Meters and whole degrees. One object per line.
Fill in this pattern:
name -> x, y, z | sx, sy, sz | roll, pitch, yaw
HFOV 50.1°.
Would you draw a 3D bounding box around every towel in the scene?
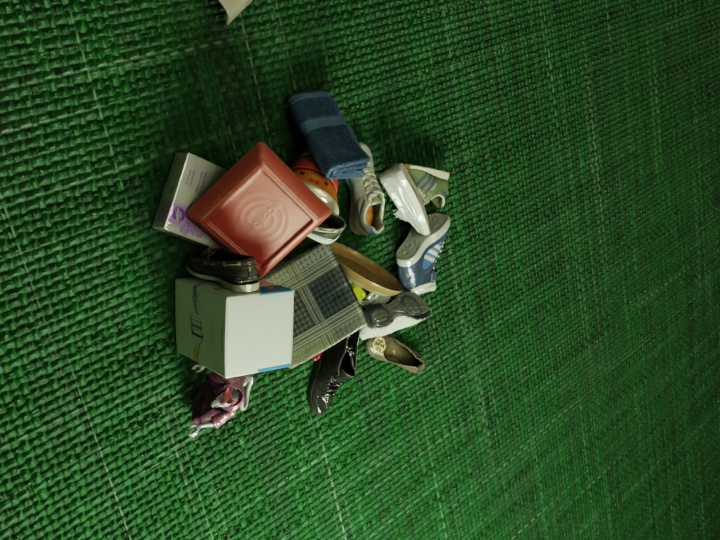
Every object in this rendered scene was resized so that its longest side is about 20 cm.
towel -> -0.106, 0.069, 1.545 | 0.197, 0.035, 0.196 | -29, 88, 11
towel -> -0.066, -0.276, 1.547 | 0.110, 0.049, 0.203 | -12, 66, -37

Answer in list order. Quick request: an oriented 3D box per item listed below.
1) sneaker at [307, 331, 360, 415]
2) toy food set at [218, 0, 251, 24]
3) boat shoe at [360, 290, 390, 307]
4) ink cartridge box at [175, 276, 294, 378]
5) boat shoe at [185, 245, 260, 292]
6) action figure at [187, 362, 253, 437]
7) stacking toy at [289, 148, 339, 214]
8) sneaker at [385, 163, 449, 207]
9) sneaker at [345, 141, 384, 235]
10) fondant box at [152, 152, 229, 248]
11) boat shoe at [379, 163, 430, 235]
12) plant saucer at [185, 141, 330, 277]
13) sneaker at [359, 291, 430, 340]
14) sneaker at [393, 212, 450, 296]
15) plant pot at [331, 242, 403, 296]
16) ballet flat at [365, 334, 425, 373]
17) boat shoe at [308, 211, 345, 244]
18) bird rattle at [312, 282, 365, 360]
sneaker -> -0.055, 0.223, 1.669 | 0.059, 0.103, 0.205 | 8, 92, -40
toy food set -> -0.259, -0.579, 1.410 | 0.144, 0.060, 0.201 | -50, 117, -21
boat shoe -> -0.001, 0.037, 1.711 | 0.200, 0.064, 0.076 | 28, 79, -39
ink cartridge box -> -0.238, 0.095, 1.433 | 0.145, 0.198, 0.149 | -6, 103, -39
boat shoe -> -0.252, -0.013, 1.401 | 0.071, 0.199, 0.062 | -14, 112, -43
action figure -> -0.253, 0.248, 1.441 | 0.146, 0.199, 0.138 | 12, 77, -22
stacking toy -> -0.093, -0.205, 1.579 | 0.146, 0.144, 0.204 | 38, 55, -37
sneaker -> 0.136, -0.192, 1.788 | 0.197, 0.066, 0.092 | 3, 90, -43
sneaker -> 0.015, -0.178, 1.682 | 0.075, 0.080, 0.205 | -16, 105, -35
fondant box -> -0.277, -0.117, 1.459 | 0.198, 0.058, 0.148 | 22, 82, -39
boat shoe -> 0.100, -0.150, 1.730 | 0.201, 0.067, 0.073 | 55, 22, -46
plant saucer -> -0.182, -0.097, 1.405 | 0.199, 0.037, 0.200 | -40, 122, 12
sneaker -> 0.073, 0.107, 1.767 | 0.196, 0.087, 0.076 | -9, 63, -34
sneaker -> 0.157, -0.027, 1.837 | 0.200, 0.079, 0.149 | -48, 137, -33
plant pot -> 0.000, 0.000, 1.631 | 0.198, 0.200, 0.028 | 21, 105, -40
ballet flat -> 0.088, 0.197, 1.823 | 0.198, 0.046, 0.069 | 32, 76, -38
boat shoe -> -0.122, -0.112, 1.476 | 0.196, 0.064, 0.072 | 17, 65, -18
bird rattle -> -0.087, 0.077, 1.618 | 0.164, 0.199, 0.113 | 52, 20, 0
